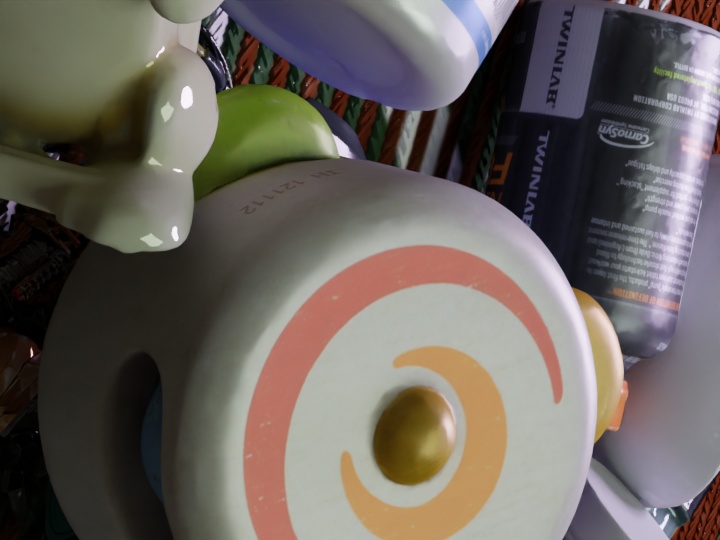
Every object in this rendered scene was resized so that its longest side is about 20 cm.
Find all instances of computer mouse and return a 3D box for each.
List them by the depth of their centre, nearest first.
[{"bbox_3d":[-0.037,-0.055,1.269,0.059,0.034,0.200,-62,153,-5],"label":"computer mouse"}]

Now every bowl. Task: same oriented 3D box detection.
[{"bbox_3d":[0.156,0.020,1.562,0.201,0.074,0.200,-60,-164,-8],"label":"bowl"}]

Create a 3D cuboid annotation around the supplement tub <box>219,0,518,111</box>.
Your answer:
[{"bbox_3d":[0.030,-0.177,1.184,0.201,0.132,0.132,-60,153,-14],"label":"supplement tub"}]

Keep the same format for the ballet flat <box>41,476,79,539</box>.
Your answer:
[{"bbox_3d":[-0.093,0.120,1.197,0.072,0.071,0.201,72,19,-53],"label":"ballet flat"}]

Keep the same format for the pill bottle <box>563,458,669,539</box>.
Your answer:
[{"bbox_3d":[0.063,0.188,1.484,0.200,0.113,0.112,-42,156,11],"label":"pill bottle"}]

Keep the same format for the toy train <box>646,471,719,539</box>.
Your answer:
[{"bbox_3d":[0.124,0.154,1.641,0.200,0.085,0.114,-51,-177,-30],"label":"toy train"}]

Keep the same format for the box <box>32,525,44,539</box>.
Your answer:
[{"bbox_3d":[-0.054,0.142,1.337,0.164,0.086,0.200,-52,150,-26],"label":"box"}]

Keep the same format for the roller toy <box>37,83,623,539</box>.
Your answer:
[{"bbox_3d":[-0.011,0.051,1.086,0.200,0.140,0.183,38,77,-32],"label":"roller toy"}]

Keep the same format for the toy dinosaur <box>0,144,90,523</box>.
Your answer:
[{"bbox_3d":[-0.132,0.037,1.138,0.200,0.102,0.136,-42,137,1],"label":"toy dinosaur"}]

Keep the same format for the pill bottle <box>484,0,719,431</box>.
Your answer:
[{"bbox_3d":[0.111,-0.025,1.444,0.106,0.106,0.201,16,85,-63],"label":"pill bottle"}]

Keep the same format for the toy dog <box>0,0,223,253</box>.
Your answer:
[{"bbox_3d":[-0.086,-0.130,1.010,0.194,0.139,0.201,-37,143,-65],"label":"toy dog"}]
